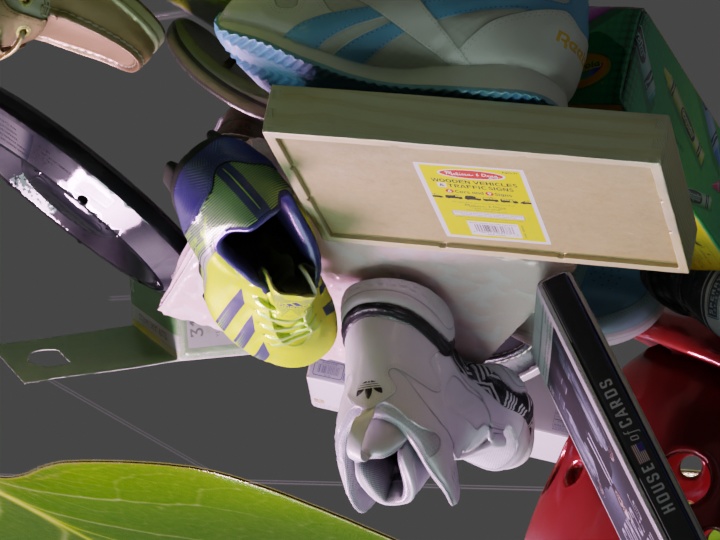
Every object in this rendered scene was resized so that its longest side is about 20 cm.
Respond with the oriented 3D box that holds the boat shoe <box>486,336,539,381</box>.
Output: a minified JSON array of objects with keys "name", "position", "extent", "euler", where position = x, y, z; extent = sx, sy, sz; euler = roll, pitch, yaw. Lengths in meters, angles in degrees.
[{"name":"boat shoe","position":[0.043,0.037,1.617],"extent":[0.199,0.076,0.060],"euler":[-3,159,39]}]

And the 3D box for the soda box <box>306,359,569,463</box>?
[{"name":"soda box","position":[0.064,0.081,1.734],"extent":[0.199,0.064,0.068],"euler":[13,160,7]}]

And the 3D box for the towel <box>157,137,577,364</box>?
[{"name":"towel","position":[0.000,0.000,1.396],"extent":[0.199,0.032,0.191],"euler":[16,150,-14]}]

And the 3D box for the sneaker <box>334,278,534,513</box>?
[{"name":"sneaker","position":[0.040,0.097,1.406],"extent":[0.075,0.115,0.200],"euler":[-7,147,26]}]

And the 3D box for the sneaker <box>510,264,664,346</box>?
[{"name":"sneaker","position":[0.087,-0.015,1.443],"extent":[0.199,0.080,0.131],"euler":[12,161,8]}]

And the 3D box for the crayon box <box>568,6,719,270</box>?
[{"name":"crayon box","position":[0.125,-0.068,1.302],"extent":[0.118,0.059,0.200],"euler":[4,156,29]}]

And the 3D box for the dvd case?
[{"name":"dvd case","position":[0.149,0.111,1.364],"extent":[0.025,0.201,0.150],"euler":[-23,163,-5]}]

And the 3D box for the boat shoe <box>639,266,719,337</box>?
[{"name":"boat shoe","position":[0.263,0.016,1.432],"extent":[0.200,0.071,0.091],"euler":[15,-170,-33]}]

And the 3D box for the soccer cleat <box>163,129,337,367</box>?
[{"name":"soccer cleat","position":[-0.048,0.006,1.295],"extent":[0.084,0.065,0.200],"euler":[43,167,34]}]

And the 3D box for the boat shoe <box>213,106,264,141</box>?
[{"name":"boat shoe","position":[-0.060,-0.045,1.476],"extent":[0.072,0.073,0.200],"euler":[14,164,2]}]

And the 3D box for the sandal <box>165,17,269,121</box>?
[{"name":"sandal","position":[-0.018,-0.097,1.315],"extent":[0.200,0.058,0.080],"euler":[25,-176,27]}]

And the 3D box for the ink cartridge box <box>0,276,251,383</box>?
[{"name":"ink cartridge box","position":[-0.135,0.030,1.592],"extent":[0.199,0.048,0.145],"euler":[-4,-171,-16]}]

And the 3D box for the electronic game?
[{"name":"electronic game","position":[-0.176,-0.053,1.511],"extent":[0.200,0.042,0.200],"euler":[37,170,7]}]

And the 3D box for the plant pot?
[{"name":"plant pot","position":[0.226,0.130,1.519],"extent":[0.200,0.183,0.200],"euler":[23,180,0]}]

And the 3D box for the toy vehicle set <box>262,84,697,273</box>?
[{"name":"toy vehicle set","position":[0.062,-0.044,1.205],"extent":[0.199,0.027,0.124],"euler":[6,157,16]}]

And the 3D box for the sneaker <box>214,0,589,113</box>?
[{"name":"sneaker","position":[0.021,-0.117,1.218],"extent":[0.199,0.081,0.077],"euler":[10,159,23]}]

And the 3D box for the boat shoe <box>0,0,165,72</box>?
[{"name":"boat shoe","position":[-0.205,-0.147,1.309],"extent":[0.199,0.067,0.074],"euler":[24,161,-12]}]
